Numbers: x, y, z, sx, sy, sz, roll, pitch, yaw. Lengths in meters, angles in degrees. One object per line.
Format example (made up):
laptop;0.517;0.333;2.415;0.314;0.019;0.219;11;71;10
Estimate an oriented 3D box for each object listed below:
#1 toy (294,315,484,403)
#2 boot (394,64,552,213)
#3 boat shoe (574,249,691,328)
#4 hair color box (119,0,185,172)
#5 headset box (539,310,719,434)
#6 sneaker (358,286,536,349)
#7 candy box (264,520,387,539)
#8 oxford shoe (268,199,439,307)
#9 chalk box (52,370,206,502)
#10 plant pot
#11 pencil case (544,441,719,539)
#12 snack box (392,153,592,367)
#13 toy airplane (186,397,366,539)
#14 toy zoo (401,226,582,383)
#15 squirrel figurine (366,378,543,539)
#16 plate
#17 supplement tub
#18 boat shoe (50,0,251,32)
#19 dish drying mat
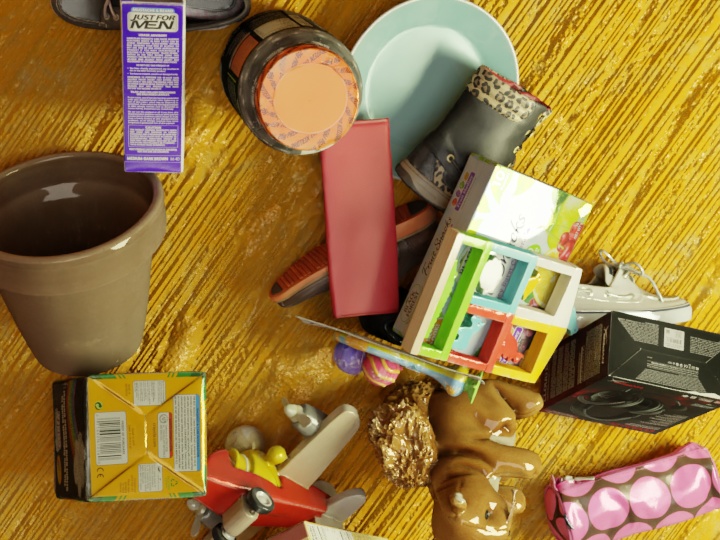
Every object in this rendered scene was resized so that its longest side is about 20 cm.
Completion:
toy;0.028;0.099;1.709;0.199;0.115;0.048;15;85;8
boot;0.150;-0.113;1.723;0.199;0.073;0.151;29;103;-27
boat shoe;0.275;0.020;1.806;0.201;0.075;0.087;0;89;-20
hair color box;-0.198;-0.204;1.574;0.064;0.110;0.201;1;133;-7
headset box;0.293;0.116;1.782;0.148;0.200;0.078;13;69;-15
sneaker;0.100;0.067;1.770;0.199;0.091;0.076;4;103;-15
candy box;-0.053;0.321;1.749;0.115;0.200;0.056;-28;66;18
oxford shoe;0.000;0.000;1.739;0.199;0.071;0.073;-26;111;-5
chalk box;-0.241;0.169;1.666;0.123;0.200;0.126;0;85;-22
plant pot;-0.284;0.003;1.634;0.199;0.201;0.175;-11;127;-9
pencil case;0.311;0.254;1.873;0.199;0.091;0.094;-15;101;-10
snack box;0.136;-0.004;1.687;0.142;0.053;0.201;19;99;-34
toy airplane;-0.094;0.226;1.762;0.199;0.141;0.200;-22;147;-14
toy zoo;0.146;0.041;1.665;0.199;0.020;0.132;16;101;-34
squirrel figurine;0.089;0.211;1.746;0.199;0.187;0.142;23;133;-5
plate;0.070;-0.190;1.715;0.199;0.026;0.201;-7;114;-16
supplement tub;-0.067;-0.183;1.604;0.122;0.200;0.123;-3;107;-11
boat shoe;-0.206;-0.269;1.625;0.199;0.057;0.067;-2;106;-12
dish drying mat;-0.001;-0.054;1.688;0.076;0.018;0.201;-5;93;-16
